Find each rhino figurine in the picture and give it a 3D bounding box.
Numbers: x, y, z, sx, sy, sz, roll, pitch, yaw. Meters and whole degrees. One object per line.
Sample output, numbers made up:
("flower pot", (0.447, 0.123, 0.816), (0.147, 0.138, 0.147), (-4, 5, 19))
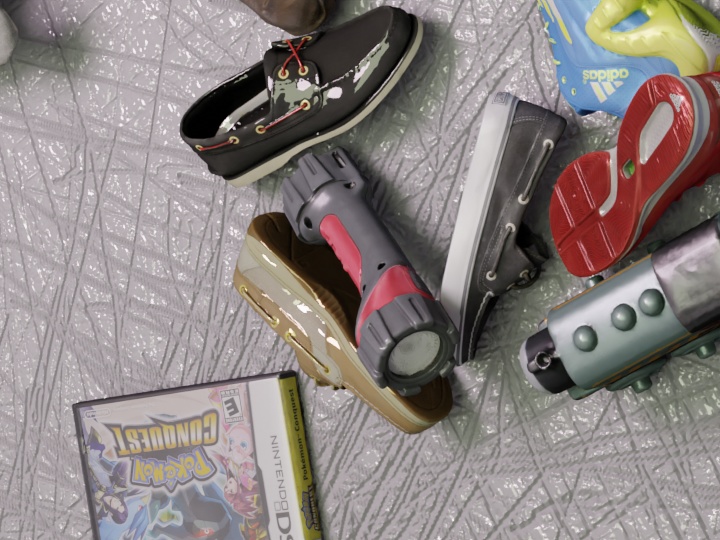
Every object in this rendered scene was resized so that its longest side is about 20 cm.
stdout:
("rhino figurine", (-0.091, -0.235, 1.746), (0.199, 0.060, 0.088), (30, 119, 29))

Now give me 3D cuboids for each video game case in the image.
("video game case", (-0.121, 0.177, 1.823), (0.199, 0.025, 0.182), (-10, 89, 32))

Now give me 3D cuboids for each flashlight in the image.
("flashlight", (0.000, 0.000, 1.668), (0.200, 0.067, 0.068), (-125, 30, -45))

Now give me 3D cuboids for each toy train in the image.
("toy train", (0.193, 0.022, 1.563), (0.199, 0.114, 0.086), (-29, 79, 30))

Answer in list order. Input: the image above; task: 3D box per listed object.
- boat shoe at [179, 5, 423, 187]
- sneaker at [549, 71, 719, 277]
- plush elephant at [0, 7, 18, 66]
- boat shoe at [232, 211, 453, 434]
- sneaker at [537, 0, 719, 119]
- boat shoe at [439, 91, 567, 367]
("boat shoe", (-0.043, -0.129, 1.713), (0.201, 0.063, 0.074), (-30, 38, 31))
("sneaker", (0.208, -0.061, 1.568), (0.200, 0.115, 0.079), (-49, 56, 57))
("plush elephant", (-0.319, -0.220, 1.840), (0.164, 0.200, 0.156), (1, 114, 24))
("boat shoe", (-0.015, 0.046, 1.726), (0.200, 0.074, 0.067), (48, 129, 21))
("sneaker", (0.141, -0.165, 1.601), (0.200, 0.076, 0.105), (40, 114, 22))
("boat shoe", (0.097, -0.021, 1.651), (0.066, 0.070, 0.201), (14, 108, 6))
